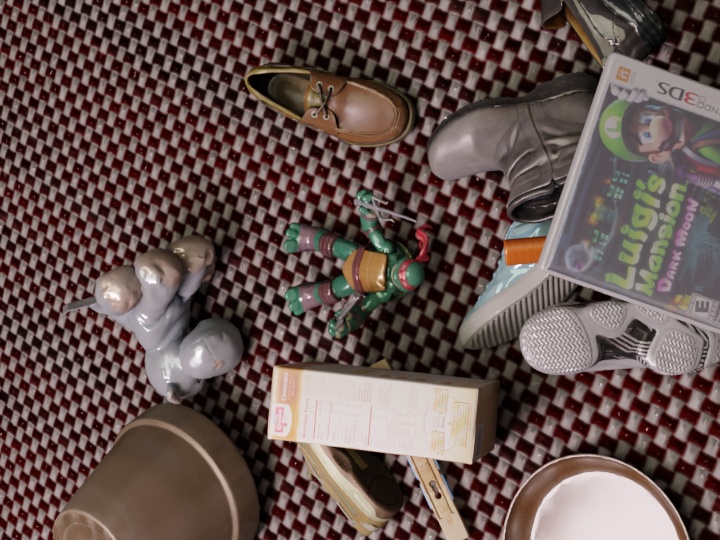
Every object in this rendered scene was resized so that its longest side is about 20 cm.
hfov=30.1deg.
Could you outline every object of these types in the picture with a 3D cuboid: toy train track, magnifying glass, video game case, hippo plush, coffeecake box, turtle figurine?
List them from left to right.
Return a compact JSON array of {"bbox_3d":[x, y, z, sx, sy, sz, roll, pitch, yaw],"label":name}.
[{"bbox_3d":[-0.224,0.069,1.510,0.199,0.159,0.162,-27,87,12],"label":"hippo plush"},{"bbox_3d":[0.000,0.000,1.393,0.199,0.100,0.152,1,77,49],"label":"turtle figurine"},{"bbox_3d":[0.027,0.135,1.307,0.198,0.153,0.074,5,89,14],"label":"coffeecake box"},{"bbox_3d":[0.062,0.187,1.394,0.114,0.033,0.202,-27,82,12],"label":"toy train track"},{"bbox_3d":[0.231,-0.025,1.220,0.197,0.022,0.080,-6,120,4],"label":"magnifying glass"},{"bbox_3d":[0.271,-0.067,1.174,0.180,0.023,0.202,19,92,-2],"label":"video game case"}]

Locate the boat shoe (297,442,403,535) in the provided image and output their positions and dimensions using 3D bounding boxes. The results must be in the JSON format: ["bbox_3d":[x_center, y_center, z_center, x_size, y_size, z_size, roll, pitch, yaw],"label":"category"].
[{"bbox_3d":[-0.039,0.198,1.445,0.201,0.071,0.076,56,130,20],"label":"boat shoe"}]

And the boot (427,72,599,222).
[{"bbox_3d":[0.144,-0.101,1.269,0.199,0.070,0.133,-23,46,34],"label":"boot"}]

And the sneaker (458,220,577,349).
[{"bbox_3d":[0.164,-0.005,1.306,0.200,0.074,0.082,-43,51,24],"label":"sneaker"}]

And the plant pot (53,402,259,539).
[{"bbox_3d":[-0.239,0.274,1.485,0.198,0.173,0.202,15,119,30],"label":"plant pot"}]

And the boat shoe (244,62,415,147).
[{"bbox_3d":[-0.038,-0.177,1.431,0.198,0.068,0.073,15,98,32],"label":"boat shoe"}]

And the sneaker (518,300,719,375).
[{"bbox_3d":[0.242,0.058,1.246,0.197,0.115,0.076,-3,90,0],"label":"sneaker"}]

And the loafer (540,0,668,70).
[{"bbox_3d":[0.194,-0.259,1.259,0.072,0.073,0.200,-46,65,4],"label":"loafer"}]

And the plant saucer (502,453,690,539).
[{"bbox_3d":[0.230,0.275,1.283,0.198,0.032,0.203,0,91,34],"label":"plant saucer"}]
